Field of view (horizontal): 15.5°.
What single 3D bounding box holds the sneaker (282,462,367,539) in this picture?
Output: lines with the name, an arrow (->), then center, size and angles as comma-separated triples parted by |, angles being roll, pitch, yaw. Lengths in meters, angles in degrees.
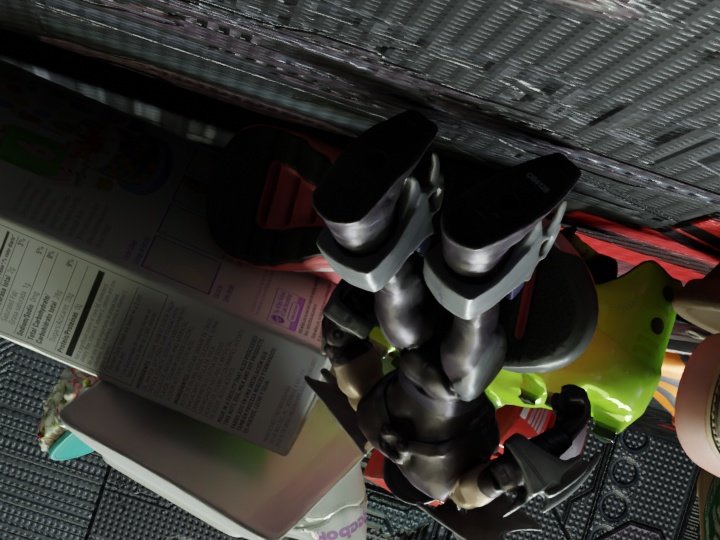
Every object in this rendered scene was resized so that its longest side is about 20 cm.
sneaker -> -0.056, 0.098, 1.311 | 0.075, 0.100, 0.200 | -22, -169, -21

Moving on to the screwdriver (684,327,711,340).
screwdriver -> 0.254, 0.059, 1.293 | 0.199, 0.028, 0.029 | 15, 161, 20

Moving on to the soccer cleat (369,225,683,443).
soccer cleat -> 0.066, 0.020, 1.158 | 0.067, 0.081, 0.200 | 34, 168, -34

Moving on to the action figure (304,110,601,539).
action figure -> 0.032, 0.030, 0.983 | 0.130, 0.069, 0.200 | 31, 149, 22

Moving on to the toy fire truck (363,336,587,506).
toy fire truck -> 0.051, 0.081, 1.326 | 0.200, 0.049, 0.141 | 8, 159, 49

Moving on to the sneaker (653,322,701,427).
sneaker -> 0.208, 0.097, 1.436 | 0.199, 0.113, 0.078 | 19, 176, -12

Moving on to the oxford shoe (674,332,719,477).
oxford shoe -> 0.209, 0.082, 1.099 | 0.074, 0.071, 0.200 | 11, 173, 42

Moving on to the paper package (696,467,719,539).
paper package -> 0.266, 0.125, 1.298 | 0.190, 0.104, 0.200 | 18, -167, 2

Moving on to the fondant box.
fondant box -> -0.103, -0.011, 1.158 | 0.199, 0.058, 0.144 | 24, -155, -4

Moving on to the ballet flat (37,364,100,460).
ballet flat -> -0.110, 0.039, 1.419 | 0.075, 0.064, 0.200 | -4, 160, -46

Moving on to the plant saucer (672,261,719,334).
plant saucer -> 0.222, 0.032, 1.051 | 0.199, 0.030, 0.200 | 18, 177, 1

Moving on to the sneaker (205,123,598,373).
sneaker -> 0.031, -0.014, 1.099 | 0.200, 0.074, 0.087 | 24, -169, 38

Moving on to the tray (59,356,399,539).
tray -> -0.048, 0.063, 1.156 | 0.107, 0.022, 0.200 | 30, -156, 10
